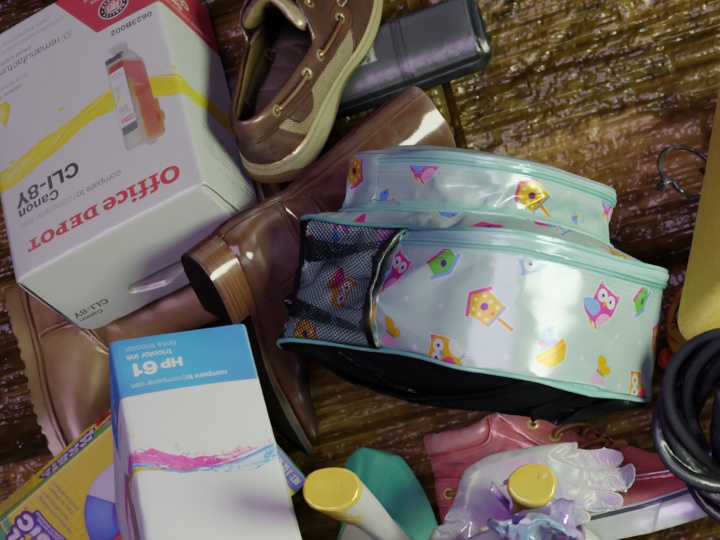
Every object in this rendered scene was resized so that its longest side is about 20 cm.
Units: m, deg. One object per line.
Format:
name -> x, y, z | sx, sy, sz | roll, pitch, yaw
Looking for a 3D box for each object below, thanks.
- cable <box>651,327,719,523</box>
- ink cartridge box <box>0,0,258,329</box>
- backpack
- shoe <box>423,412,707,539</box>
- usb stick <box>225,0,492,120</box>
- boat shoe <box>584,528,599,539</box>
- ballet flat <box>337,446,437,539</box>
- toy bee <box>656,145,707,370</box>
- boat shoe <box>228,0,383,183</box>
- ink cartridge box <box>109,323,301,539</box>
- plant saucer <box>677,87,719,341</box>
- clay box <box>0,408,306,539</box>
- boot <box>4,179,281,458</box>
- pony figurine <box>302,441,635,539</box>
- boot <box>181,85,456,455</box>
cable -> 0.248, 0.112, 0.928 | 0.163, 0.051, 0.200 | -20, 119, 41
ink cartridge box -> -0.159, -0.085, 1.129 | 0.145, 0.083, 0.200 | -27, 57, 14
backpack -> 0.076, 0.011, 0.998 | 0.200, 0.176, 0.154 | 18, 92, 50
shoe -> 0.136, 0.118, 1.048 | 0.200, 0.071, 0.091 | -16, 83, 19
usb stick -> -0.009, -0.129, 1.149 | 0.200, 0.033, 0.056 | -18, 71, 15
boat shoe -> 0.112, 0.250, 1.010 | 0.070, 0.072, 0.201 | 7, 104, 15
ballet flat -> 0.020, 0.208, 1.055 | 0.067, 0.070, 0.200 | -15, 87, 30
toy bee -> 0.228, 0.039, 1.023 | 0.131, 0.109, 0.200 | 7, 46, -19
boat shoe -> -0.041, -0.154, 1.111 | 0.072, 0.072, 0.200 | 3, 58, 28
ink cartridge box -> -0.086, 0.152, 0.961 | 0.084, 0.145, 0.200 | -7, 44, -13
plant saucer -> 0.292, -0.030, 0.969 | 0.200, 0.048, 0.200 | 13, 56, 7
clay box -> -0.146, 0.155, 1.098 | 0.200, 0.048, 0.115 | -42, 104, -6
boot -> -0.125, 0.039, 1.145 | 0.200, 0.066, 0.175 | -26, 76, 11
pony figurine -> 0.060, 0.159, 0.926 | 0.193, 0.200, 0.167 | -2, 66, 1
boot -> 0.000, 0.000, 1.107 | 0.200, 0.187, 0.064 | -38, 43, -20
